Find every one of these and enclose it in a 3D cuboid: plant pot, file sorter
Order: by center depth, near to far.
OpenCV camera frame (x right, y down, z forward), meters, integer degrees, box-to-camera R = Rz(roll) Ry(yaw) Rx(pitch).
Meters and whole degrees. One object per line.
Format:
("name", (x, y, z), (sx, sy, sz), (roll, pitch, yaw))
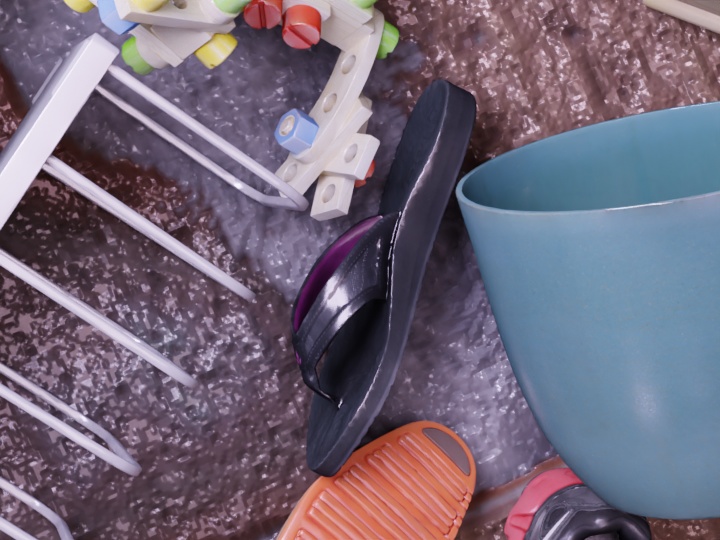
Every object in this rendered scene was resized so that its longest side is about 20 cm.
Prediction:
("file sorter", (-0.130, 0.013, 0.878), (0.124, 0.139, 0.200), (33, 86, -13))
("plant pot", (0.157, 0.020, 0.914), (0.200, 0.201, 0.161), (-14, 104, -11))

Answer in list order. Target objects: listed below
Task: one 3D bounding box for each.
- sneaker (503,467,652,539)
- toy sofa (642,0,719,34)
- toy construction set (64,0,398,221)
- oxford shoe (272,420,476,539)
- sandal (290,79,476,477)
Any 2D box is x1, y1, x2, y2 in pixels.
("sneaker", (0.098, 0.195, 0.940), (0.071, 0.098, 0.201), (15, 82, -17))
("toy sofa", (0.216, -0.213, 0.977), (0.083, 0.098, 0.200), (23, 88, 13))
("toy construction set", (-0.044, -0.114, 0.890), (0.092, 0.131, 0.200), (-21, 140, 26))
("oxford shoe", (-0.022, 0.150, 0.947), (0.071, 0.073, 0.200), (46, 65, 0))
("sandal", (0.000, -0.001, 0.939), (0.048, 0.075, 0.201), (21, 79, -16))
